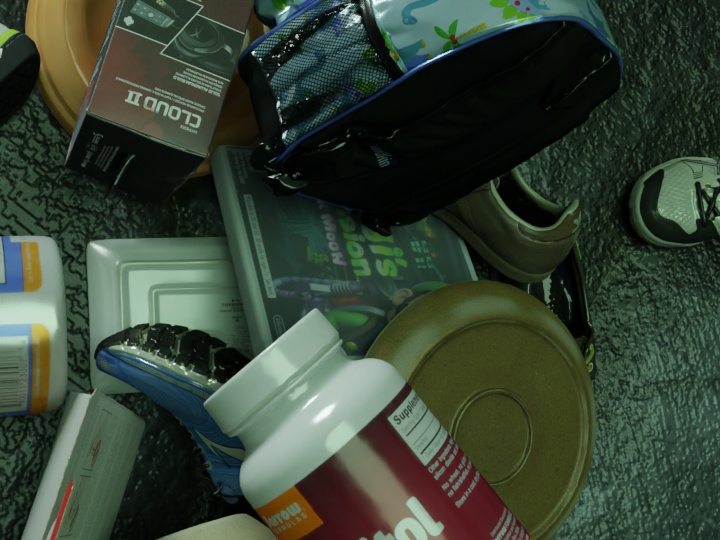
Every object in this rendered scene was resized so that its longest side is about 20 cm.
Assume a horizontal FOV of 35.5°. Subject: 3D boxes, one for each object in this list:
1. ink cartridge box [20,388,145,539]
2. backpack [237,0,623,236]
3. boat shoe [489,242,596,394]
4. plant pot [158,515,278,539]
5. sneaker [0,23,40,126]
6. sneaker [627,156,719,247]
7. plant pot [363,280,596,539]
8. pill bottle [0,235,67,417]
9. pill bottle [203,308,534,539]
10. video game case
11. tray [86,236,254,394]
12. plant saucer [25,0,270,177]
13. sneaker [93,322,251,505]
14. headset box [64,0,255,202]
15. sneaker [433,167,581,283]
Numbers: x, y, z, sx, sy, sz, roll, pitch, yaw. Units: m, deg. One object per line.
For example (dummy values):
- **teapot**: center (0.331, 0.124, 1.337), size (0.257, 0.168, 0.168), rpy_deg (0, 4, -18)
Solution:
- **ink cartridge box**: center (-0.181, 0.149, 0.655), size (0.050, 0.200, 0.162), rpy_deg (15, 77, 2)
- **backpack**: center (0.043, -0.134, 0.683), size (0.183, 0.199, 0.148), rpy_deg (16, 52, -62)
- **boat shoe**: center (0.145, 0.052, 0.865), size (0.071, 0.060, 0.203), rpy_deg (-10, 87, -22)
- **plant pot**: center (-0.092, 0.228, 0.685), size (0.199, 0.200, 0.136), rpy_deg (-14, 75, -21)
- **sneaker**: center (-0.288, -0.100, 0.708), size (0.082, 0.072, 0.200), rpy_deg (34, 48, 1)
- **sneaker**: center (0.319, -0.065, 0.931), size (0.198, 0.088, 0.076), rpy_deg (-8, 88, -20)
- **plant pot**: center (0.081, 0.108, 0.737), size (0.198, 0.027, 0.202), rpy_deg (-1, 92, -28)
- **pill bottle**: center (-0.282, 0.037, 0.678), size (0.198, 0.112, 0.113), rpy_deg (-2, 84, -20)
- **pill bottle**: center (0.005, 0.126, 0.635), size (0.113, 0.113, 0.200), rpy_deg (-39, 89, -20)
- **video game case**: center (0.000, 0.000, 0.779), size (0.180, 0.023, 0.201), rpy_deg (1, 55, -28)
- **tray**: center (-0.091, 0.029, 0.799), size (0.198, 0.022, 0.109), rpy_deg (-1, 85, -21)
- **plant saucer**: center (-0.134, -0.167, 0.799), size (0.198, 0.037, 0.202), rpy_deg (3, 82, -20)
- **sneaker**: center (-0.090, 0.106, 0.737), size (0.199, 0.079, 0.090), rpy_deg (31, 101, -1)
- **headset box**: center (-0.121, -0.140, 0.702), size (0.077, 0.149, 0.202), rpy_deg (20, 78, -16)
- **sneaker**: center (0.070, -0.075, 0.806), size (0.199, 0.076, 0.071), rpy_deg (34, 46, 2)
